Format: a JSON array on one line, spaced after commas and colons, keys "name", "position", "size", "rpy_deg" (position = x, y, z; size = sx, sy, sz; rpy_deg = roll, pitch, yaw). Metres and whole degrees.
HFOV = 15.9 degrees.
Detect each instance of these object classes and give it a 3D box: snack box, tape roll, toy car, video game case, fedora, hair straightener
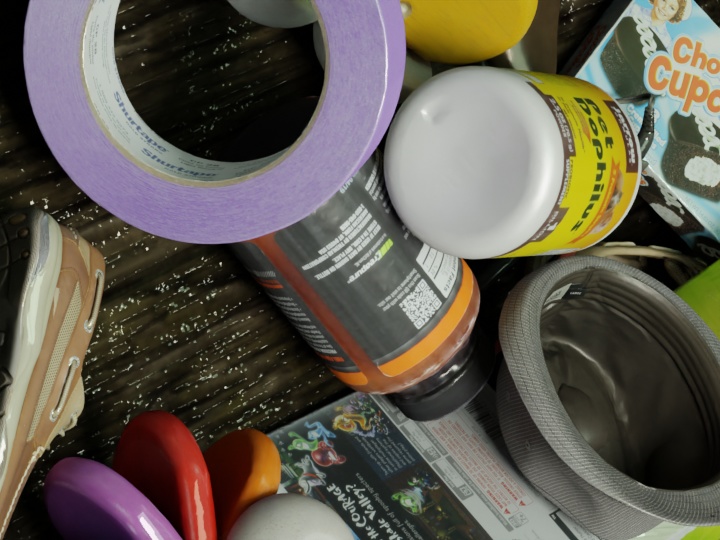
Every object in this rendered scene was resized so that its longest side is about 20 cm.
[{"name": "snack box", "position": [0.227, -0.093, 1.726], "size": [0.200, 0.037, 0.116], "rpy_deg": [44, 65, -15]}, {"name": "tape roll", "position": [-0.078, -0.118, 1.395], "size": [0.066, 0.199, 0.201], "rpy_deg": [-53, 137, -74]}, {"name": "toy car", "position": [-0.113, 0.159, 1.412], "size": [0.200, 0.175, 0.150], "rpy_deg": [-35, 104, -32]}, {"name": "video game case", "position": [0.050, 0.150, 1.555], "size": [0.181, 0.200, 0.023], "rpy_deg": [-24, 152, -37]}, {"name": "fedora", "position": [0.149, 0.091, 1.557], "size": [0.176, 0.090, 0.200], "rpy_deg": [-11, 61, -39]}, {"name": "toy car", "position": [0.017, -0.211, 1.497], "size": [0.200, 0.175, 0.150], "rpy_deg": [34, 31, -36]}, {"name": "hair straightener", "position": [0.115, -0.041, 1.643], "size": [0.077, 0.041, 0.200], "rpy_deg": [40, 86, -1]}]

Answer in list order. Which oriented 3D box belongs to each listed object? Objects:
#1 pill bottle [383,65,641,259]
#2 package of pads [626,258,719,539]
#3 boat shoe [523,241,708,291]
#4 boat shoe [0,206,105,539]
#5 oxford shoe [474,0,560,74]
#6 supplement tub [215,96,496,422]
[{"name": "pill bottle", "position": [0.099, -0.063, 1.527], "size": [0.200, 0.109, 0.110], "rpy_deg": [-5, 98, -66]}, {"name": "package of pads", "position": [0.217, 0.086, 1.646], "size": [0.200, 0.155, 0.068], "rpy_deg": [-37, 133, 10]}, {"name": "boat shoe", "position": [0.198, 0.020, 1.729], "size": [0.199, 0.064, 0.072], "rpy_deg": [10, 88, -40]}, {"name": "boat shoe", "position": [-0.183, 0.069, 1.405], "size": [0.072, 0.076, 0.201], "rpy_deg": [21, 82, -42]}, {"name": "oxford shoe", "position": [0.105, -0.197, 1.617], "size": [0.072, 0.084, 0.201], "rpy_deg": [-15, 105, -40]}, {"name": "supplement tub", "position": [0.000, 0.000, 1.529], "size": [0.107, 0.107, 0.200], "rpy_deg": [-53, 123, -24]}]
